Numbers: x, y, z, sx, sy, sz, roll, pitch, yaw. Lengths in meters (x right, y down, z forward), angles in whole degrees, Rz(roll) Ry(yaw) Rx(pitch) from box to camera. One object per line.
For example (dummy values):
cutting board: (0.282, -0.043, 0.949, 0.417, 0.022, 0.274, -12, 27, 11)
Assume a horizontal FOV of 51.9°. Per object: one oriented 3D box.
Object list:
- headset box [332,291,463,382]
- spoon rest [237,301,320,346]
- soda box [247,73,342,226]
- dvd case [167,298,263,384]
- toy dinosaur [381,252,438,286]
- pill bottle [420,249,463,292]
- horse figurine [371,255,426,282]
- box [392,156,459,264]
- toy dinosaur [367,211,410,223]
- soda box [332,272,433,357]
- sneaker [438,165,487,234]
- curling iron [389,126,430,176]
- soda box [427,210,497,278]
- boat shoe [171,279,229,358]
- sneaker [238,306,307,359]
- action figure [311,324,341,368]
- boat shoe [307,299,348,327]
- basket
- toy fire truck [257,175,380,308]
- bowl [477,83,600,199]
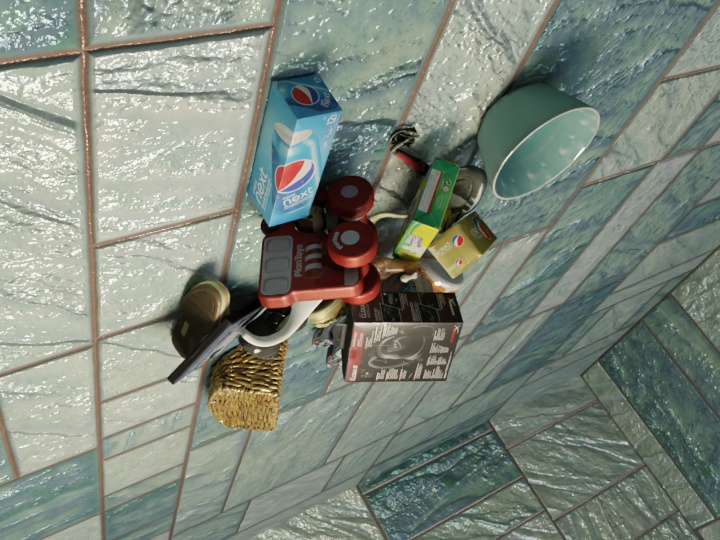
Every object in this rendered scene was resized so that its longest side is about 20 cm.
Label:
headset box: (0.055, 0.112, 1.232, 0.200, 0.077, 0.149, 1, 131, -8)
spoon rest: (-0.102, 0.050, 1.184, 0.200, 0.099, 0.061, -42, 116, -6)
soda box: (-0.087, -0.147, 0.934, 0.064, 0.068, 0.200, -19, 153, -28)
dvd case: (-0.224, 0.107, 1.206, 0.143, 0.018, 0.200, -45, 178, 14)
toy dinosaur: (0.065, 0.006, 1.368, 0.200, 0.086, 0.136, -27, 159, 13)
pill bottle: (0.105, 0.050, 1.490, 0.112, 0.112, 0.200, -2, 142, -49)
horse figurine: (0.000, 0.000, 1.248, 0.132, 0.050, 0.200, -20, -167, -28)
box: (0.100, -0.087, 1.192, 0.200, 0.048, 0.117, 109, 1, -71)
toy dinosaur: (-0.017, -0.060, 1.180, 0.088, 0.048, 0.200, -12, 172, -39)
soda box: (0.038, 0.083, 1.298, 0.068, 0.064, 0.200, 30, 121, -30)
sneaker: (0.172, -0.136, 1.267, 0.085, 0.074, 0.200, -38, 176, -23)
curling iron: (0.093, -0.172, 1.154, 0.050, 0.026, 0.200, -35, 156, 12)
soda box: (0.176, -0.047, 1.249, 0.064, 0.068, 0.200, -40, 177, 20)
boat shoe: (-0.242, 0.067, 1.176, 0.076, 0.072, 0.200, -28, 169, -40)
sneaker: (-0.140, 0.078, 1.266, 0.091, 0.076, 0.200, -62, 173, 31)
action figure: (-0.010, 0.140, 1.445, 0.200, 0.130, 0.069, -15, -140, 50)
boat shoe: (-0.049, 0.067, 1.275, 0.073, 0.063, 0.201, -20, -175, 5)
basket: (-0.224, 0.213, 1.469, 0.143, 0.149, 0.200, 7, 147, -5)
toy fire truck: (-0.060, -0.041, 1.039, 0.168, 0.200, 0.112, -4, 143, 2)
bowl: (0.266, -0.219, 1.178, 0.201, 0.105, 0.201, -26, 156, -13)
